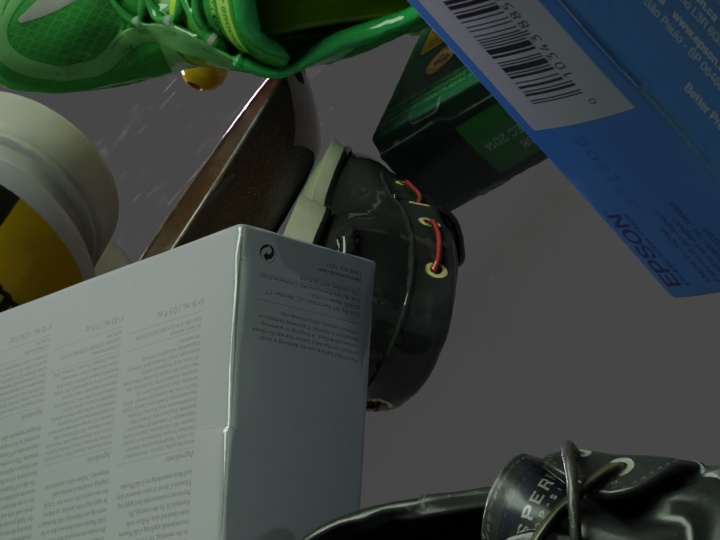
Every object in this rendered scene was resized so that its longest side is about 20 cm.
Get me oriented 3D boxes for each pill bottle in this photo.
[{"bbox_3d":[-0.164,0.026,0.968,0.112,0.112,0.200,-28,24,39],"label":"pill bottle"}]

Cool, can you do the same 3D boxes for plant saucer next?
[{"bbox_3d":[-0.070,0.009,0.988,0.200,0.032,0.200,-55,5,7],"label":"plant saucer"}]

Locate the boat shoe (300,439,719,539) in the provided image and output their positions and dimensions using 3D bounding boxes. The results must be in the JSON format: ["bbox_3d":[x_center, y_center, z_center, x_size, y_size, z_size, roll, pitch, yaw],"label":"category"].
[{"bbox_3d":[0.051,0.071,0.634,0.200,0.066,0.070,-15,35,55],"label":"boat shoe"}]

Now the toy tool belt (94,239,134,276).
[{"bbox_3d":[-0.191,0.035,1.106,0.200,0.123,0.125,-49,20,-11],"label":"toy tool belt"}]

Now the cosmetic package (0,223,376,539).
[{"bbox_3d":[-0.076,0.082,0.788,0.200,0.052,0.151,-17,62,52],"label":"cosmetic package"}]

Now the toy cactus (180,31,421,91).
[{"bbox_3d":[-0.008,-0.156,1.041,0.200,0.102,0.165,-26,-37,-35],"label":"toy cactus"}]

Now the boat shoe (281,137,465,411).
[{"bbox_3d":[-0.001,0.003,0.893,0.201,0.063,0.074,-90,20,-81],"label":"boat shoe"}]

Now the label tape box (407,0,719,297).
[{"bbox_3d":[0.112,-0.114,0.769,0.066,0.143,0.200,-13,36,55],"label":"label tape box"}]

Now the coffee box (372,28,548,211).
[{"bbox_3d":[0.085,-0.116,0.980,0.123,0.044,0.200,-29,25,37],"label":"coffee box"}]

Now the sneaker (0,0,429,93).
[{"bbox_3d":[-0.048,-0.104,0.935,0.199,0.074,0.084,-10,11,15],"label":"sneaker"}]
